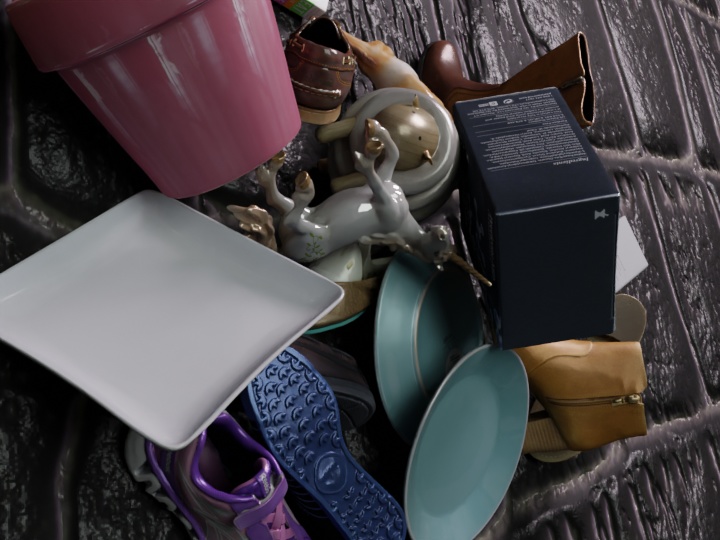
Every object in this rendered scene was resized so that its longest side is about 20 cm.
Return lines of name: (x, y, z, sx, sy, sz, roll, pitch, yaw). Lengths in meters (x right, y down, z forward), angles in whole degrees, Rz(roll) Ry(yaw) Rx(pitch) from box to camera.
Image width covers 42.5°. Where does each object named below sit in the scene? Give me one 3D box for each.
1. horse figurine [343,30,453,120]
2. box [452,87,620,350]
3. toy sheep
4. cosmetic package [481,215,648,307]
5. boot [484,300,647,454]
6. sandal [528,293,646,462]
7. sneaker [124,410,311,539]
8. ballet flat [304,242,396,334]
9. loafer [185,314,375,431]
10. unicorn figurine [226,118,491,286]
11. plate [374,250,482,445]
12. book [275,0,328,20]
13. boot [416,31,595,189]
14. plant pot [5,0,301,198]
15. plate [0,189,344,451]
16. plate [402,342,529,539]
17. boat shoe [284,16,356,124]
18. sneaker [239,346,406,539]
horse figurine: (0.044, -0.184, 0.959, 0.201, 0.050, 0.132, 55, 17, 25)
box: (0.156, -0.052, 0.849, 0.201, 0.106, 0.149, -100, -179, -54)
toy sheep: (0.028, -0.102, 0.863, 0.136, 0.200, 0.139, 0, 83, -3)
cosmetic package: (0.236, 0.010, 1.050, 0.200, 0.101, 0.075, -30, 94, -48)
boot: (0.211, 0.085, 0.940, 0.071, 0.143, 0.203, -61, 135, -78)
sandal: (0.248, 0.127, 1.026, 0.077, 0.070, 0.213, 32, 75, 9)
sneaker: (-0.082, 0.174, 0.671, 0.201, 0.088, 0.081, 54, 42, -13)
ballet flat: (0.000, 0.000, 0.839, 0.199, 0.067, 0.073, -15, 116, -48)
loafer: (-0.074, 0.074, 0.751, 0.199, 0.072, 0.063, 27, 35, -34)
unicorn figurine: (0.000, -0.047, 0.759, 0.074, 0.198, 0.138, -93, 173, -47)
plate: (0.075, 0.066, 0.865, 0.200, 0.025, 0.202, 7, 82, -57)
book: (-0.113, -0.352, 0.925, 0.199, 0.048, 0.135, 24, 58, -33)
boot: (0.152, -0.204, 0.996, 0.068, 0.199, 0.190, 21, 58, -36)
plant pot: (-0.139, -0.166, 0.716, 0.200, 0.199, 0.180, -52, 124, -44)
plate: (-0.143, 0.030, 0.657, 0.198, 0.033, 0.200, 26, 41, 20)
plate: (0.093, 0.161, 0.843, 0.199, 0.025, 0.202, -23, 121, -46)
boat shoe: (-0.035, -0.196, 0.847, 0.070, 0.071, 0.200, 8, 25, -9)
sneaker: (-0.043, 0.144, 0.718, 0.070, 0.078, 0.201, -39, 108, -31)
